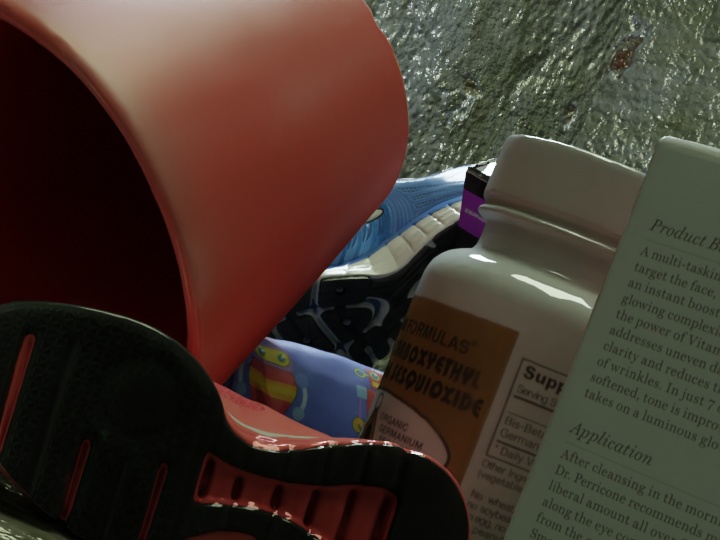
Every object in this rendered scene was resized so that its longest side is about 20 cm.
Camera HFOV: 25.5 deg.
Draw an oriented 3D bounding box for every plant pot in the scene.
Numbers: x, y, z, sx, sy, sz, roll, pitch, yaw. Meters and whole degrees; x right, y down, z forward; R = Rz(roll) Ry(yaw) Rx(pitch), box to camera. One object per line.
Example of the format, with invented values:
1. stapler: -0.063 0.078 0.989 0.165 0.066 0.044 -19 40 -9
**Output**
1. plant pot: -0.084 -0.050 0.685 0.200 0.201 0.177 21 38 32

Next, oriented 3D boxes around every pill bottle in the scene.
1. pill bottle: 0.069 0.049 0.696 0.114 0.201 0.114 22 -2 1

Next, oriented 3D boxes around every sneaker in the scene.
1. sneaker: -0.062 0.076 0.581 0.199 0.074 0.087 26 -16 -17
2. sneaker: 0.000 0.000 0.890 0.089 0.199 0.079 -116 -176 -56

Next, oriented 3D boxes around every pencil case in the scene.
1. pencil case: -0.012 0.087 0.777 0.199 0.087 0.078 22 40 -31

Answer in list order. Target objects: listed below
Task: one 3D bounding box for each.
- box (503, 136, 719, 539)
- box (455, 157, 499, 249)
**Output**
1. box: 0.143 0.077 0.577 0.106 0.201 0.152 20 -3 34
2. box: 0.101 0.060 0.819 0.036 0.201 0.143 -19 38 -39
